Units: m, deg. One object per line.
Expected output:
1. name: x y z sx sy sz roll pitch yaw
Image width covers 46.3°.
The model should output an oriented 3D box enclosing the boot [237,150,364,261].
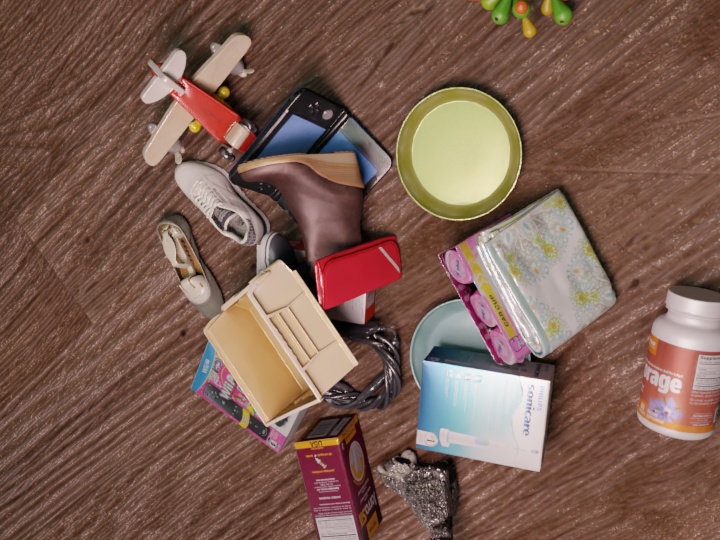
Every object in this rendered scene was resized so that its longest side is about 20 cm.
1. boot: -0.087 -0.096 1.301 0.196 0.072 0.170 -4 98 -13

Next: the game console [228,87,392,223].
1. game console: -0.080 -0.162 1.345 0.200 0.170 0.119 -46 59 21

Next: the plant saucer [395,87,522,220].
1. plant saucer: 0.153 -0.180 1.303 0.197 0.031 0.204 4 102 18

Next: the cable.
1. cable: -0.022 0.161 1.434 0.197 0.051 0.166 -1 108 21

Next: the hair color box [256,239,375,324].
1. hair color box: -0.074 0.015 1.406 0.196 0.064 0.113 8 106 16

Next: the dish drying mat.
1. dish drying mat: 0.000 0.000 1.307 0.018 0.199 0.078 3 105 37

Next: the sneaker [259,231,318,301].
1. sneaker: -0.096 0.030 1.340 0.078 0.078 0.203 -2 116 30

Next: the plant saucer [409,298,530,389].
1. plant saucer: 0.179 0.141 1.362 0.196 0.036 0.204 4 103 17

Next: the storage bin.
1. storage bin: -0.129 0.113 1.286 0.200 0.093 0.200 55 145 0

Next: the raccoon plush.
1. raccoon plush: 0.083 0.388 1.380 0.132 0.202 0.098 -7 132 20

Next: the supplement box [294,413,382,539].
1. supplement box: -0.036 0.365 1.444 0.084 0.110 0.203 -10 99 20

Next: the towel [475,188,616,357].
1. towel: 0.276 0.001 1.238 0.170 0.048 0.202 -29 93 -23

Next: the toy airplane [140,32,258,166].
1. toy airplane: -0.266 -0.276 1.366 0.196 0.141 0.202 -9 115 -13

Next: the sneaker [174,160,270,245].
1. sneaker: -0.243 -0.117 1.426 0.199 0.080 0.077 38 112 9

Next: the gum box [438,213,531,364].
1. gum box: 0.219 0.033 1.274 0.113 0.066 0.202 -29 90 -23

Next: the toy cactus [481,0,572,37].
1. toy cactus: 0.226 -0.435 1.198 0.199 0.102 0.167 32 101 18

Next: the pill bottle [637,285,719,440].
1. pill bottle: 0.472 0.131 1.220 0.110 0.112 0.204 9 104 16

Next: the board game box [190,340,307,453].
1. board game box: -0.186 0.201 1.465 0.199 0.064 0.149 35 126 10

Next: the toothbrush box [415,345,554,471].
1. toothbrush box: 0.194 0.212 1.308 0.197 0.085 0.149 7 103 17

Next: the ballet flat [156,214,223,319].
1. ballet flat: -0.305 0.000 1.480 0.067 0.064 0.203 -22 94 22
